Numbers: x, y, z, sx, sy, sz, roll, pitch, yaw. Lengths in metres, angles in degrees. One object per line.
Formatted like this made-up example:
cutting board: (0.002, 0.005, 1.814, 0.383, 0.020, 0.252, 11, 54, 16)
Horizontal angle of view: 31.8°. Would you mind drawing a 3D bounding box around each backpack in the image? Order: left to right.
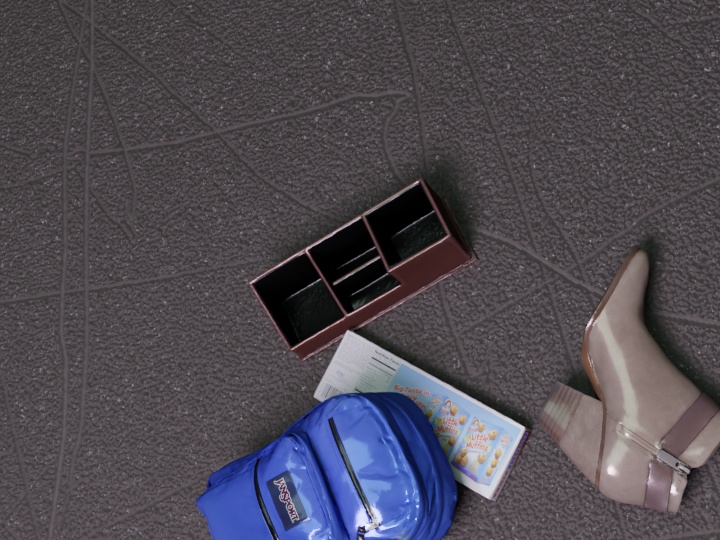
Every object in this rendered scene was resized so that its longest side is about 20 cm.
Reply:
backpack: (-0.024, 0.203, 1.087, 0.199, 0.167, 0.164, -32, 74, 19)

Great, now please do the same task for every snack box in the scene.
snack box: (0.054, 0.131, 1.161, 0.198, 0.024, 0.073, 27, 87, 25)

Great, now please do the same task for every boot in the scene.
boot: (0.249, 0.098, 1.078, 0.145, 0.070, 0.202, 28, 87, 19)

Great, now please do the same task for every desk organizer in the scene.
desk organizer: (0.000, 0.000, 1.189, 0.198, 0.077, 0.072, -31, 66, 11)
